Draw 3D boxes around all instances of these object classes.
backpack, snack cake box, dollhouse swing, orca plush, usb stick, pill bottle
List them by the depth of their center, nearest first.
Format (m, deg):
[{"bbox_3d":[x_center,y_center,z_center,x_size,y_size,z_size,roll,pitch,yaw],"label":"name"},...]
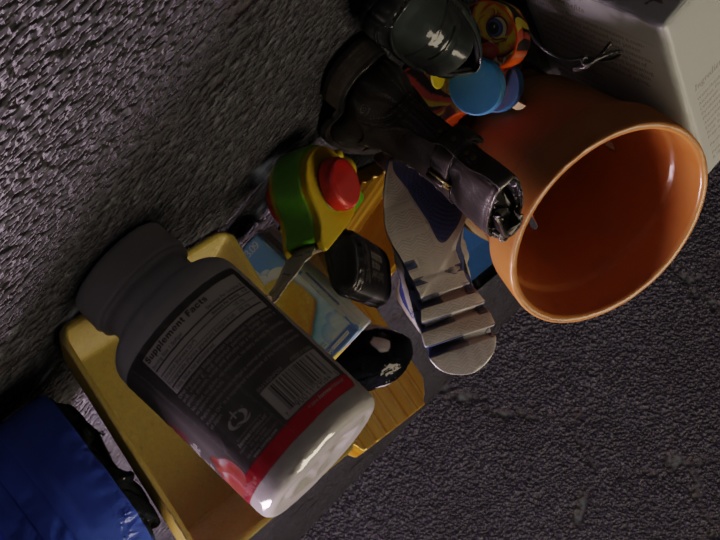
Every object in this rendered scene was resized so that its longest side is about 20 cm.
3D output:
[{"bbox_3d":[-0.096,0.062,1.116,0.111,0.200,0.111,-45,169,-12],"label":"pill bottle"},{"bbox_3d":[-0.230,0.200,1.184,0.168,0.163,0.200,-39,168,-25],"label":"backpack"},{"bbox_3d":[-0.102,0.076,1.332,0.200,0.115,0.067,-48,178,12],"label":"snack cake box"},{"bbox_3d":[0.000,0.000,1.350,0.032,0.056,0.200,-4,176,7],"label":"usb stick"},{"bbox_3d":[-0.057,0.080,1.394,0.071,0.199,0.106,-84,-174,-68],"label":"orca plush"},{"bbox_3d":[0.009,0.034,1.508,0.182,0.176,0.200,-54,167,30],"label":"dollhouse swing"}]

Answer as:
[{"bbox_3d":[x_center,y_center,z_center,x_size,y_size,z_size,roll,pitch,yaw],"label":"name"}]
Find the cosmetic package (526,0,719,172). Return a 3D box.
[{"bbox_3d":[0.267,-0.225,1.431,0.166,0.167,0.200,-47,141,-14],"label":"cosmetic package"}]

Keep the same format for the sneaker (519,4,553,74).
[{"bbox_3d":[0.161,-0.189,1.585,0.200,0.074,0.118,-40,165,5],"label":"sneaker"}]

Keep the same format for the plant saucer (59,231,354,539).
[{"bbox_3d":[-0.119,0.096,1.222,0.048,0.200,0.200,-30,-176,41],"label":"plant saucer"}]

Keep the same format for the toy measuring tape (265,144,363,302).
[{"bbox_3d":[-0.051,-0.042,1.231,0.074,0.073,0.200,-56,178,38],"label":"toy measuring tape"}]

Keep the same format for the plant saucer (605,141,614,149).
[{"bbox_3d":[0.233,-0.134,1.561,0.200,0.032,0.201,-28,-144,22],"label":"plant saucer"}]

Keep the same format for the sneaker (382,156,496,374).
[{"bbox_3d":[0.058,-0.010,1.451,0.080,0.201,0.115,-13,-174,-9],"label":"sneaker"}]

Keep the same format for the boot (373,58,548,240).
[{"bbox_3d":[0.118,-0.121,1.500,0.200,0.077,0.155,32,101,-37],"label":"boot"}]

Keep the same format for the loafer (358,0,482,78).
[{"bbox_3d":[0.051,-0.178,1.197,0.068,0.070,0.200,-50,169,9],"label":"loafer"}]

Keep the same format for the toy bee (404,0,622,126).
[{"bbox_3d":[0.100,-0.182,1.359,0.199,0.109,0.131,-23,177,3],"label":"toy bee"}]

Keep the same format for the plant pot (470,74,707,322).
[{"bbox_3d":[0.176,-0.075,1.414,0.199,0.140,0.201,-20,134,-22],"label":"plant pot"}]

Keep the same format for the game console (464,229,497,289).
[{"bbox_3d":[0.120,-0.071,1.727,0.200,0.118,0.171,-37,165,-47],"label":"game console"}]

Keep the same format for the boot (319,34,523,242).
[{"bbox_3d":[0.051,-0.083,1.254,0.069,0.174,0.200,-47,169,-6],"label":"boot"}]
